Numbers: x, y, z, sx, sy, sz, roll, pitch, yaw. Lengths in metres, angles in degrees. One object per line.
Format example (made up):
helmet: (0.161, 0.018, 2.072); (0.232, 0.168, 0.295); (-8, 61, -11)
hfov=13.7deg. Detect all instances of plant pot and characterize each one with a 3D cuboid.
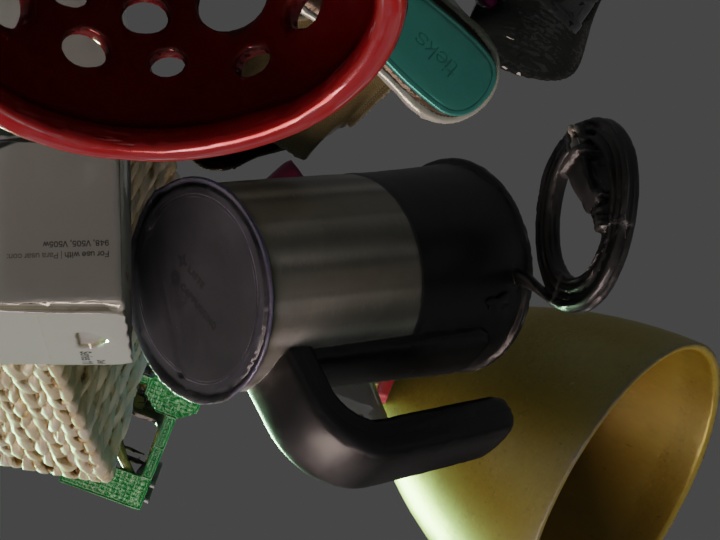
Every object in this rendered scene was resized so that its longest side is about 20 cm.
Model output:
plant pot: (-0.083, -0.170, 1.203); (0.200, 0.183, 0.201); (-2, 142, -2)
plant pot: (0.096, 0.101, 1.741); (0.142, 0.200, 0.200); (29, 163, 26)

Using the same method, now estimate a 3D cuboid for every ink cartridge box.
ink cartridge box: (-0.156, -0.062, 1.477); (0.083, 0.201, 0.147); (-2, 167, -3)

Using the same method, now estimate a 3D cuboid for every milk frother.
milk frother: (0.018, -0.010, 1.527); (0.188, 0.200, 0.181); (-6, -137, -42)

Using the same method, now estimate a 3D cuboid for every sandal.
sandal: (0.083, -0.130, 1.383); (0.075, 0.048, 0.201); (15, 157, 8)

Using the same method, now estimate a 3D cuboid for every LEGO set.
LEGO set: (-0.183, 0.056, 1.965); (0.199, 0.116, 0.154); (14, 127, 2)

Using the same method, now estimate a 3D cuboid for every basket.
basket: (-0.205, -0.005, 1.688); (0.160, 0.201, 0.198); (12, 156, 11)

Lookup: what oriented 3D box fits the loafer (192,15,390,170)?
loafer: (-0.029, -0.095, 1.519); (0.076, 0.068, 0.200); (27, 156, -19)

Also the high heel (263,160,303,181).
high heel: (0.000, 0.000, 1.749); (0.067, 0.096, 0.200); (39, -165, 36)

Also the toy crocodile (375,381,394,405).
toy crocodile: (0.035, 0.079, 1.857); (0.199, 0.068, 0.062); (11, 155, 17)

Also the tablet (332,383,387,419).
tablet: (-0.048, 0.037, 1.752); (0.130, 0.014, 0.200); (26, -167, -14)

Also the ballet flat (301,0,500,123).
ballet flat: (-0.013, -0.147, 1.390); (0.200, 0.070, 0.069); (46, 147, -23)
